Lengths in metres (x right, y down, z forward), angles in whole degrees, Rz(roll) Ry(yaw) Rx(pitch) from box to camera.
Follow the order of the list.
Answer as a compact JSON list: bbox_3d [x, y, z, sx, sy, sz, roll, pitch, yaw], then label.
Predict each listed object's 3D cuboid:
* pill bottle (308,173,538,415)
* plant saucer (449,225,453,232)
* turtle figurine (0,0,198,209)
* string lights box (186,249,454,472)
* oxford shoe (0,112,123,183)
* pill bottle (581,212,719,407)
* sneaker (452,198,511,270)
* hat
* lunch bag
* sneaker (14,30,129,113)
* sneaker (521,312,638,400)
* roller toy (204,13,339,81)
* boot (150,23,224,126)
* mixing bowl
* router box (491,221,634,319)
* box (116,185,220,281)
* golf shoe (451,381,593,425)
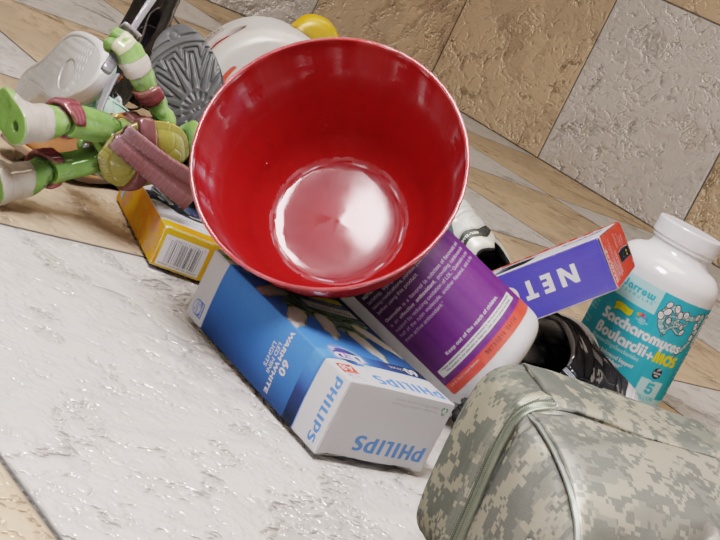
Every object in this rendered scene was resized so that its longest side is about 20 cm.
[{"bbox_3d":[0.041,0.015,1.136,0.200,0.112,0.112,44,12,-3],"label":"pill bottle"},{"bbox_3d":[0.010,-0.059,1.426,0.199,0.201,0.036,34,53,30],"label":"plant saucer"},{"bbox_3d":[-0.225,-0.132,1.154,0.193,0.202,0.143,-14,-1,-43],"label":"turtle figurine"},{"bbox_3d":[-0.033,0.063,1.014,0.102,0.059,0.200,17,15,-41],"label":"string lights box"},{"bbox_3d":[-0.245,-0.119,1.312,0.199,0.072,0.071,10,22,-49],"label":"oxford shoe"},{"bbox_3d":[0.290,0.046,1.428,0.110,0.201,0.111,24,12,-5],"label":"pill bottle"},{"bbox_3d":[0.124,0.010,1.465,0.088,0.075,0.200,49,-3,36],"label":"sneaker"},{"bbox_3d":[-0.232,-0.235,1.577,0.081,0.201,0.201,29,10,-28],"label":"hat"},{"bbox_3d":[0.146,0.159,0.803,0.199,0.140,0.168,20,13,-23],"label":"lunch bag"},{"bbox_3d":[-0.251,-0.168,1.363,0.118,0.074,0.200,23,-15,-29],"label":"sneaker"},{"bbox_3d":[0.180,0.071,1.330,0.114,0.075,0.200,42,5,-34],"label":"sneaker"},{"bbox_3d":[-0.117,-0.201,1.637,0.181,0.202,0.140,4,17,-13],"label":"roller toy"},{"bbox_3d":[-0.139,-0.141,1.383,0.200,0.065,0.166,36,33,-83],"label":"boot"},{"bbox_3d":[-0.019,-0.057,1.034,0.199,0.201,0.109,30,-19,15],"label":"mixing bowl"},{"bbox_3d":[0.147,0.019,1.292,0.049,0.199,0.179,68,16,0],"label":"router box"},{"bbox_3d":[-0.146,-0.037,1.250,0.118,0.042,0.200,21,11,-25],"label":"box"},{"bbox_3d":[0.151,0.139,1.101,0.199,0.078,0.095,9,38,-50],"label":"golf shoe"}]
